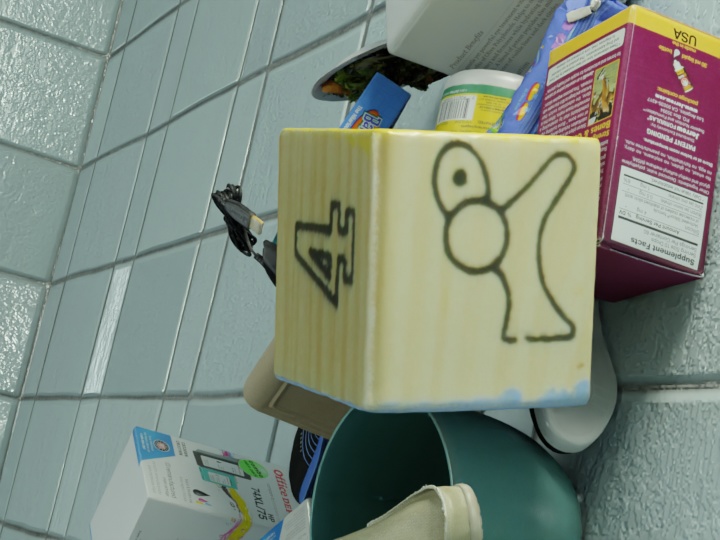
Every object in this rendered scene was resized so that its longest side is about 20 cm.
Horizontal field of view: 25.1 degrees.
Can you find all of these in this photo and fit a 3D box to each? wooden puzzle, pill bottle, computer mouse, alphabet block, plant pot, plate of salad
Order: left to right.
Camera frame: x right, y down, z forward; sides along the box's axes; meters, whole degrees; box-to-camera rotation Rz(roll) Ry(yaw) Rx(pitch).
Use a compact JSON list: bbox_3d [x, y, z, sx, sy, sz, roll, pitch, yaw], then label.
[{"bbox_3d":[-0.070,-0.012,1.611,0.046,0.141,0.200,-40,61,-11],"label":"computer mouse"},{"bbox_3d":[0.013,0.098,1.517,0.185,0.200,0.037,-55,14,37],"label":"wooden puzzle"},{"bbox_3d":[0.046,-0.206,1.682,0.200,0.200,0.048,-32,74,58],"label":"plate of salad"},{"bbox_3d":[0.054,-0.006,1.233,0.196,0.195,0.201,10,98,63],"label":"alphabet block"},{"bbox_3d":[0.078,0.205,1.299,0.200,0.161,0.201,-25,59,52],"label":"plant pot"},{"bbox_3d":[0.114,-0.074,1.500,0.113,0.112,0.201,-12,63,65],"label":"pill bottle"}]

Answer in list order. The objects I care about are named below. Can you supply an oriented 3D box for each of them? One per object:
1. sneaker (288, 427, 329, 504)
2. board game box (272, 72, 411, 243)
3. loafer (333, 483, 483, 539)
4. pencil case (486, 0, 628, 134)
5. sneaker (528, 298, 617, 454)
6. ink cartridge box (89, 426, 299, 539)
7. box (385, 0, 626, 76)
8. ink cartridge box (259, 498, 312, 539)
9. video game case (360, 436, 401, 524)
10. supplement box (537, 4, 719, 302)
[{"bbox_3d":[-0.026,0.156,1.647,0.200,0.070,0.078,-65,32,23],"label":"sneaker"},{"bbox_3d":[-0.024,-0.095,1.641,0.152,0.045,0.200,-57,1,-20],"label":"board game box"},{"bbox_3d":[0.016,0.218,1.176,0.200,0.068,0.076,-48,43,39],"label":"loafer"},{"bbox_3d":[0.171,-0.158,1.406,0.200,0.078,0.087,-59,-19,-5],"label":"pencil case"},{"bbox_3d":[0.156,0.091,1.353,0.112,0.073,0.200,124,161,-44],"label":"sneaker"},{"bbox_3d":[-0.182,0.295,1.825,0.146,0.200,0.147,-64,24,19],"label":"ink cartridge box"},{"bbox_3d":[0.139,-0.307,1.526,0.199,0.171,0.200,-49,32,45],"label":"box"},{"bbox_3d":[-0.043,0.340,1.593,0.116,0.067,0.201,-45,41,47],"label":"ink cartridge box"},{"bbox_3d":[0.041,0.228,1.430,0.018,0.143,0.201,25,99,42],"label":"video game case"},{"bbox_3d":[0.211,-0.090,1.293,0.131,0.103,0.201,-20,56,63],"label":"supplement box"}]
